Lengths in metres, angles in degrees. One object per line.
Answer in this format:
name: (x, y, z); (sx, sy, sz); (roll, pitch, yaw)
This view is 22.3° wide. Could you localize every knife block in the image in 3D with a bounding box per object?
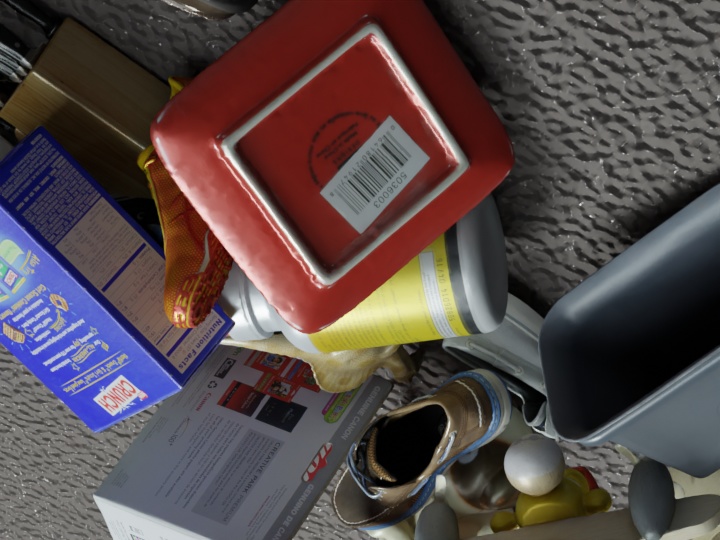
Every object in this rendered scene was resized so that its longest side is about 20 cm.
knife block: (-0.210, -0.138, 1.334); (0.199, 0.064, 0.176); (6, 140, 23)

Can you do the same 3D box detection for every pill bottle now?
pill bottle: (0.000, 0.000, 1.316); (0.199, 0.112, 0.112); (-8, 134, 16)

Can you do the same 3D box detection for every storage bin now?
storage bin: (0.241, 0.047, 1.258); (0.134, 0.146, 0.200); (30, 126, -32)

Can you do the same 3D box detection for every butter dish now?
butter dish: (-0.033, -0.096, 1.231); (0.200, 0.200, 0.148); (54, 172, -28)

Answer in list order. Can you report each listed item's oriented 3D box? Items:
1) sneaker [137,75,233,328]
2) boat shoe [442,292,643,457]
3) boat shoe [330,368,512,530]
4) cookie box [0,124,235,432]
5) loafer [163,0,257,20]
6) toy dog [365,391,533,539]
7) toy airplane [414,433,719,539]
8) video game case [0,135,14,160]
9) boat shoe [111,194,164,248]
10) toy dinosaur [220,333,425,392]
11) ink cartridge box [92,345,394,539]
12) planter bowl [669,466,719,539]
sneaker: (-0.122, -0.047, 1.284); (0.077, 0.201, 0.073); (5, 148, 0)
boat shoe: (0.148, 0.092, 1.396); (0.200, 0.069, 0.072); (40, 162, -18)
boat shoe: (0.028, 0.138, 1.389); (0.200, 0.072, 0.072); (-48, 64, 38)
cookie box: (-0.212, 0.012, 1.330); (0.200, 0.075, 0.171); (46, 147, -11)
loafer: (-0.155, -0.224, 1.212); (0.199, 0.073, 0.071); (29, 153, 2)
toy dog: (0.086, 0.188, 1.505); (0.193, 0.140, 0.200); (4, 141, -4)
toy airplane: (0.133, 0.191, 1.320); (0.199, 0.199, 0.142); (0, 107, 64)
video game case: (-0.262, -0.033, 1.432); (0.200, 0.023, 0.182); (42, 155, -9)
boat shoe: (-0.183, -0.022, 1.454); (0.199, 0.066, 0.070); (-11, 130, 37)
toy dinosaur: (-0.012, 0.053, 1.409); (0.199, 0.058, 0.101); (10, 120, -34)
ink cartridge box: (-0.085, 0.159, 1.484); (0.175, 0.200, 0.084); (17, 143, 28)
planter bowl: (0.318, 0.165, 1.355); (0.199, 0.135, 0.201); (15, 142, 12)
